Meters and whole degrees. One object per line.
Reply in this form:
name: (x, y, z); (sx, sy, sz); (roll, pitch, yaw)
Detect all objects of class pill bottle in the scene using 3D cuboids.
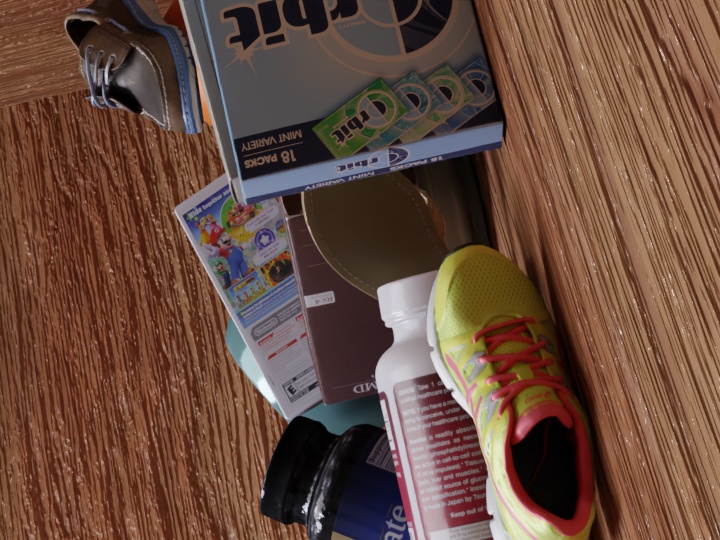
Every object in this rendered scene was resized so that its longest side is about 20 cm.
pill bottle: (0.073, 0.100, 1.308); (0.113, 0.112, 0.201); (98, 160, -84)
pill bottle: (0.027, 0.188, 1.626); (0.112, 0.199, 0.113); (19, -90, -77)

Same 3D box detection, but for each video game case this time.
video game case: (-0.047, -0.002, 1.658); (0.201, 0.143, 0.018); (61, -163, 11)

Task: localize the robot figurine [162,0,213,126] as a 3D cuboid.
robot figurine: (-0.074, -0.151, 1.571); (0.199, 0.117, 0.144); (32, -172, 21)

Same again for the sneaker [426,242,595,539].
sneaker: (0.097, 0.074, 1.197); (0.090, 0.078, 0.201); (114, 138, -73)

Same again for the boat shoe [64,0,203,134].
boat shoe: (-0.166, -0.144, 1.486); (0.200, 0.072, 0.073); (-131, 31, -59)

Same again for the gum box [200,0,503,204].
gum box: (-0.014, -0.157, 1.318); (0.045, 0.169, 0.201); (85, 173, -71)

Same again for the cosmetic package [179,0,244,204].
cosmetic package: (-0.064, -0.158, 1.390); (0.073, 0.103, 0.201); (94, 162, -79)

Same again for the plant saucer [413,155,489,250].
plant saucer: (0.064, -0.041, 1.567); (0.200, 0.050, 0.202); (167, 90, -89)

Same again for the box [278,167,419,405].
box: (0.000, 0.000, 1.510); (0.201, 0.099, 0.075); (79, 177, -46)

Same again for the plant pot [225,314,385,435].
plant pot: (-0.017, 0.051, 1.753); (0.201, 0.161, 0.201); (47, -175, -5)

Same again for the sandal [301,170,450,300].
sandal: (0.028, -0.018, 1.401); (0.212, 0.078, 0.070); (43, -170, -27)
